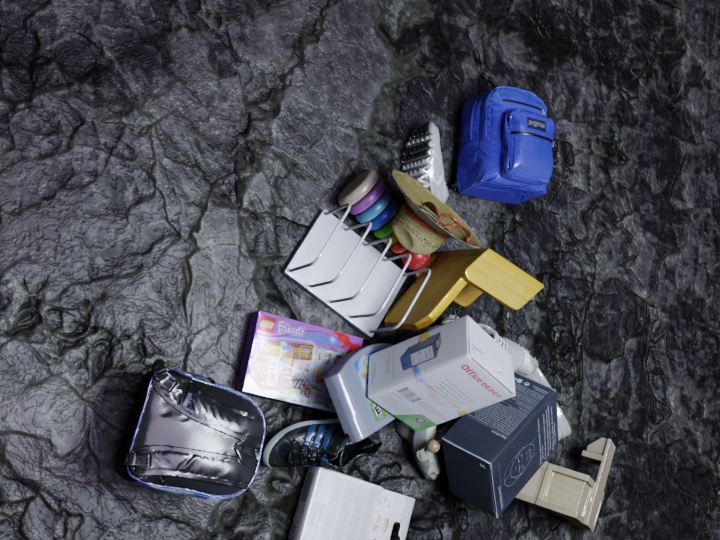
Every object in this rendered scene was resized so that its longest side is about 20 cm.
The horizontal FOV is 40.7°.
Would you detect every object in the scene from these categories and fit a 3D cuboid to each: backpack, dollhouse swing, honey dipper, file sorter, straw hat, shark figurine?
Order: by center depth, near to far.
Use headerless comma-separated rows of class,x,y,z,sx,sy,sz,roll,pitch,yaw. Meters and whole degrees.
backpack,-0.256,0.252,1.481,0.200,0.147,0.183,20,74,-20
straw hat,0.105,-0.074,1.658,0.201,0.201,0.085,35,108,-19
file sorter,0.000,0.000,1.661,0.200,0.125,0.139,38,69,-18
dollhouse swing,0.175,0.062,1.702,0.182,0.200,0.176,32,77,-20
shark figurine,0.108,0.259,1.712,0.128,0.089,0.215,20,81,-58
honey dipper,0.180,0.286,1.719,0.200,0.038,0.038,-10,88,-52
backpack,0.282,-0.243,1.817,0.162,0.168,0.200,11,75,-32

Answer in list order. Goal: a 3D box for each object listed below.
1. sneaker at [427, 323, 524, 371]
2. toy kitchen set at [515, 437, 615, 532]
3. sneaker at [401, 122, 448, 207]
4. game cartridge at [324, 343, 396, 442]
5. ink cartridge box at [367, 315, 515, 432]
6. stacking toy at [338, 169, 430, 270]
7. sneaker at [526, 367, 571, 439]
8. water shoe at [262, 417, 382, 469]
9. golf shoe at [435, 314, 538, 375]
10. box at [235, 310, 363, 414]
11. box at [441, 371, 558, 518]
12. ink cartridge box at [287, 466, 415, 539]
sneaker,0.215,0.134,1.659,0.200,0.099,0.078,13,66,-31
toy kitchen set,0.367,0.375,1.829,0.200,0.180,0.163,46,62,-59
sneaker,0.124,-0.171,1.784,0.081,0.075,0.200,10,81,-39
game cartridge,0.018,0.195,1.628,0.200,0.040,0.133,-21,86,-59
ink cartridge box,0.133,0.173,1.591,0.145,0.200,0.088,40,39,-36
stacking toy,0.054,-0.080,1.723,0.200,0.085,0.085,47,66,-15
sneaker,0.315,0.245,1.826,0.088,0.075,0.200,-30,95,-7
water shoe,-0.060,0.290,1.598,0.200,0.079,0.072,-14,121,-21
golf shoe,0.220,0.163,1.757,0.200,0.078,0.097,21,59,-1
box,-0.101,0.158,1.635,0.200,0.039,0.137,17,76,-25
box,0.247,0.300,1.695,0.200,0.107,0.148,-40,136,-32
ink cartridge box,-0.017,0.434,1.641,0.200,0.050,0.161,24,73,-27
